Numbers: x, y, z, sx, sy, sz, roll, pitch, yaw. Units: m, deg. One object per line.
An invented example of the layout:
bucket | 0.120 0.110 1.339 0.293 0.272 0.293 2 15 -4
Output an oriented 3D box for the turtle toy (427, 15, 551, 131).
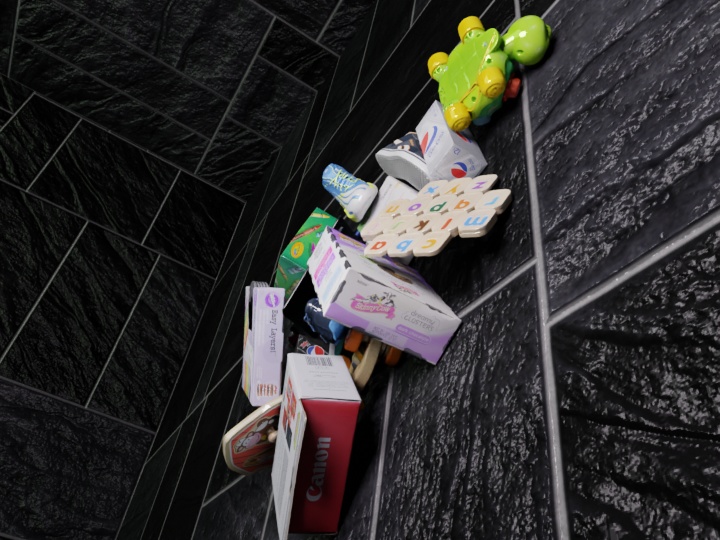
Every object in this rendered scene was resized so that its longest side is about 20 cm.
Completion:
turtle toy | 0.196 -0.304 0.903 0.200 0.101 0.146 -41 52 44

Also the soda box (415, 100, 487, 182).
soda box | 0.143 -0.204 0.966 0.064 0.068 0.200 -53 21 28

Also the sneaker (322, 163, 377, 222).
sneaker | -0.029 -0.147 1.102 0.076 0.105 0.200 -58 6 6

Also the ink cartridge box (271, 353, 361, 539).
ink cartridge box | -0.061 0.239 0.791 0.176 0.084 0.201 -125 42 -69

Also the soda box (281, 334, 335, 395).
soda box | -0.098 0.204 0.991 0.071 0.063 0.200 -88 15 -53

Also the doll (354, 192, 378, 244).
doll | -0.004 -0.055 1.176 0.200 0.048 0.136 -60 0 17

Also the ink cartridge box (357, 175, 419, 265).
ink cartridge box | 0.066 -0.081 1.004 0.117 0.067 0.200 -59 18 10

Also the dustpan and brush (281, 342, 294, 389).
dustpan and brush | -0.141 0.177 1.078 0.200 0.057 0.140 127 140 -50

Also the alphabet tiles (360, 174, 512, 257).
alphabet tiles | 0.099 -0.073 0.807 0.199 0.015 0.196 0 35 40

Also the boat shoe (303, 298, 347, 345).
boat shoe | -0.043 0.062 0.894 0.084 0.069 0.200 -57 -5 -12

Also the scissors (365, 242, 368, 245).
scissors | 0.000 0.000 1.042 0.200 0.073 0.014 -101 0 -46

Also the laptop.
laptop | -0.078 0.014 1.002 0.178 0.103 0.200 -59 22 -12

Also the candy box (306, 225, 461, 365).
candy box | 0.023 0.028 0.813 0.072 0.167 0.200 -60 18 11

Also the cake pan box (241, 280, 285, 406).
cake pan box | -0.170 0.119 1.029 0.184 0.052 0.201 -178 91 -72

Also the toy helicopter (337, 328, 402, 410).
toy helicopter | 0.003 0.127 0.922 0.200 0.079 0.133 -98 29 -77

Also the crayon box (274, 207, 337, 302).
crayon box | -0.100 -0.010 1.078 0.119 0.058 0.200 -57 -4 -28

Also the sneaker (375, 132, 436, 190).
sneaker | 0.100 -0.197 1.048 0.079 0.079 0.200 -36 32 -7

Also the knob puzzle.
knob puzzle | -0.123 0.254 0.913 0.030 0.219 0.220 49 115 33

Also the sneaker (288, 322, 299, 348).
sneaker | -0.094 0.093 1.178 0.081 0.075 0.200 -45 21 21

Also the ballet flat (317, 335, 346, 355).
ballet flat | -0.044 0.081 1.077 0.071 0.069 0.201 12 79 57
